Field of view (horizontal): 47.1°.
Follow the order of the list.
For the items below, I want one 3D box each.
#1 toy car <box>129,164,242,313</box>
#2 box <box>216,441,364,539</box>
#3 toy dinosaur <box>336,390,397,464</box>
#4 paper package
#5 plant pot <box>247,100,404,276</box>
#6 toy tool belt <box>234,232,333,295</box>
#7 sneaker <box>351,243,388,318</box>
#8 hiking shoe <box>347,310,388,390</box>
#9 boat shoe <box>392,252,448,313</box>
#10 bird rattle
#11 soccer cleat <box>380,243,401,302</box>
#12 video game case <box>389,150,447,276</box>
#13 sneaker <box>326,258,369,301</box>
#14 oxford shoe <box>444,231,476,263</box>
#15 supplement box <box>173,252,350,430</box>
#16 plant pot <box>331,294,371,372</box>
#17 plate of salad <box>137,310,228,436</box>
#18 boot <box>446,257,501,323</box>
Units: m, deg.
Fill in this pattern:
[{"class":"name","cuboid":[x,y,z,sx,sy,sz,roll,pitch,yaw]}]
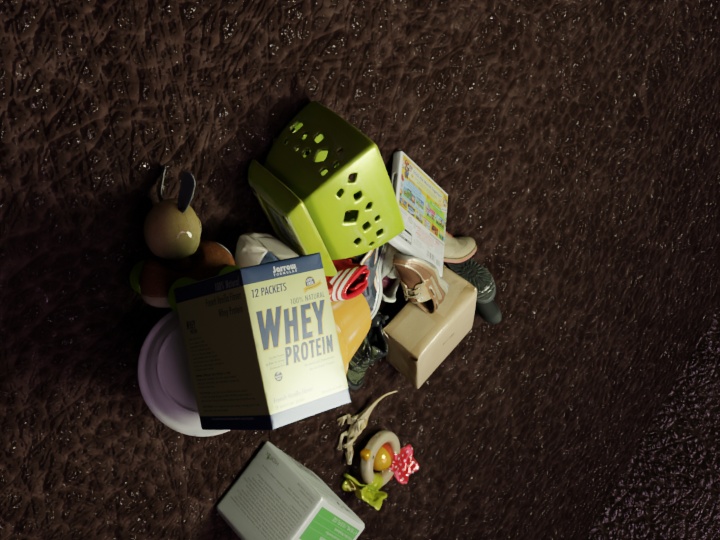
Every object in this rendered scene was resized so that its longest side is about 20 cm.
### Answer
[{"class":"toy car","cuboid":[-0.266,-0.055,1.252,0.155,0.162,0.206,-16,111,-38]},{"class":"box","cuboid":[-0.139,0.493,1.654,0.172,0.199,0.199,-50,140,-7]},{"class":"toy dinosaur","cuboid":[-0.004,0.335,1.824,0.203,0.058,0.100,-60,155,12]},{"class":"paper package","cuboid":[0.150,0.123,1.767,0.200,0.103,0.192,-46,158,-17]},{"class":"plant pot","cuboid":[-0.066,-0.126,1.380,0.180,0.199,0.202,-38,136,-12]},{"class":"toy tool belt","cuboid":[-0.134,0.033,1.328,0.124,0.199,0.125,-2,121,-53]},{"class":"sneaker","cuboid":[0.000,0.000,1.603,0.078,0.077,0.206,-2,103,-49]},{"class":"hiking shoe","cuboid":[0.006,0.166,1.686,0.075,0.100,0.205,-13,122,-38]},{"class":"boat shoe","cuboid":[0.115,0.028,1.605,0.200,0.074,0.073,40,66,-51]},{"class":"bird rattle","cuboid":[0.056,0.446,1.899,0.198,0.111,0.167,-27,125,-34]},{"class":"soccer cleat","cuboid":[0.069,-0.033,1.635,0.068,0.087,0.205,2,113,-21]},{"class":"video game case","cuboid":[0.114,-0.107,1.630,0.199,0.022,0.187,33,57,-49]},{"class":"sneaker","cuboid":[-0.035,-0.005,1.452,0.202,0.112,0.080,-78,168,-50]},{"class":"oxford shoe","cuboid":[0.180,-0.059,1.758,0.197,0.070,0.077,-13,116,-42]},{"class":"supplement box","cuboid":[-0.138,0.100,1.128,0.132,0.198,0.205,-12,89,-39]},{"class":"plant pot","cuboid":[-0.078,0.111,1.518,0.183,0.197,0.205,-37,137,-46]},{"class":"plate of salad","cuboid":[-0.234,0.148,1.243,0.199,0.201,0.048,-39,171,-21]},{"class":"boot","cuboid":[0.274,0.063,1.858,0.065,0.166,0.201,-31,136,-1]}]
